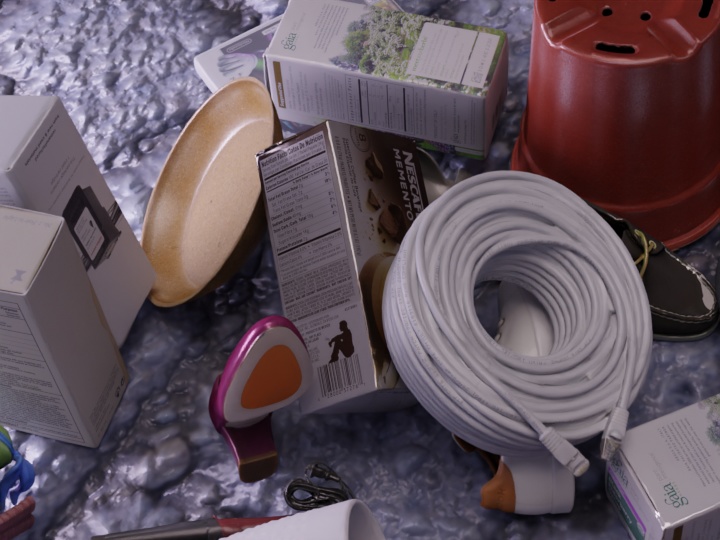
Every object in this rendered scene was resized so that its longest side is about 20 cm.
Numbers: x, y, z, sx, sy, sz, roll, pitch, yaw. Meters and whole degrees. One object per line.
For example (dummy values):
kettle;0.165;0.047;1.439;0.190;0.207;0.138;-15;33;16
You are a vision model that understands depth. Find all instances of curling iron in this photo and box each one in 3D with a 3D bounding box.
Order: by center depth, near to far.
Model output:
curling iron;-0.101;0.182;1.021;0.197;0.026;0.050;-13;89;1

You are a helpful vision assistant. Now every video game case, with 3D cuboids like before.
video game case;-0.030;-0.182;1.295;0.198;0.023;0.182;-28;55;-14

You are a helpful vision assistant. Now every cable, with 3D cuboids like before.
cable;0.113;0.031;0.984;0.199;0.069;0.201;34;58;-1

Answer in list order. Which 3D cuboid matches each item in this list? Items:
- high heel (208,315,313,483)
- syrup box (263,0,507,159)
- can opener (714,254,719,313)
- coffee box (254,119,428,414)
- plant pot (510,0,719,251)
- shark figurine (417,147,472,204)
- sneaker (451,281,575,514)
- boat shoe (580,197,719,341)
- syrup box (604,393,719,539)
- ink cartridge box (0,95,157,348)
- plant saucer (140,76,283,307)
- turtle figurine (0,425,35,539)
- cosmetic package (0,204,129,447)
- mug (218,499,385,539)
high heel;-0.079;0.067;1.002;0.066;0.201;0.097;-14;58;-12
syrup box;0.023;-0.169;1.204;0.197;0.082;0.079;12;56;13
can opener;0.319;-0.052;1.094;0.066;0.052;0.203;19;66;-25
coffee box;0.000;0.000;1.041;0.079;0.112;0.203;-21;73;36
plant pot;0.217;-0.150;1.128;0.198;0.196;0.203;-4;52;5
shark figurine;0.026;-0.065;1.162;0.211;0.090;0.129;3;52;7
sneaker;0.107;0.086;1.043;0.083;0.073;0.202;-4;54;0
boat shoe;0.194;-0.008;1.091;0.199;0.061;0.072;25;67;8
syrup box;0.278;0.134;0.982;0.198;0.082;0.079;-21;52;-9
ink cartridge box;-0.267;-0.035;1.087;0.143;0.201;0.084;4;49;25
plant saucer;-0.116;-0.059;1.144;0.035;0.200;0.202;24;44;-31
turtle figurine;-0.349;0.173;0.991;0.143;0.200;0.196;-11;47;43
cosmetic package;-0.251;0.043;1.037;0.102;0.201;0.074;11;53;14
mug;-0.065;0.256;0.876;0.173;0.149;0.201;-17;31;10
